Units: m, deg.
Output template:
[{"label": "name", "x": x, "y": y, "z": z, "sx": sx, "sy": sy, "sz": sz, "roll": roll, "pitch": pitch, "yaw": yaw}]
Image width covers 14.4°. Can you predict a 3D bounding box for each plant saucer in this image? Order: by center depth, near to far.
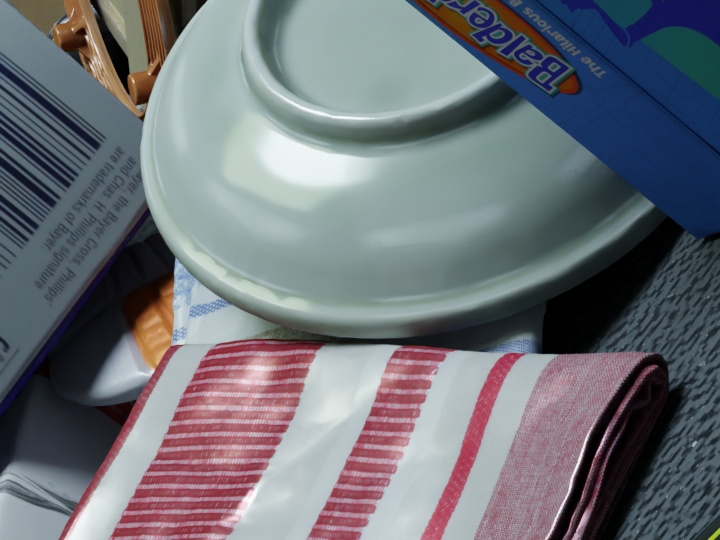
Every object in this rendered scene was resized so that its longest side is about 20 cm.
[{"label": "plant saucer", "x": 0.019, "y": -0.070, "z": 0.911, "sx": 0.200, "sy": 0.050, "sz": 0.200, "roll": -10, "pitch": 48, "yaw": 12}]

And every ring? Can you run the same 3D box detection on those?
[{"label": "ring", "x": -0.110, "y": -0.125, "z": 1.157, "sx": 0.019, "sy": 0.201, "sz": 0.200, "roll": -15, "pitch": 11, "yaw": -14}]

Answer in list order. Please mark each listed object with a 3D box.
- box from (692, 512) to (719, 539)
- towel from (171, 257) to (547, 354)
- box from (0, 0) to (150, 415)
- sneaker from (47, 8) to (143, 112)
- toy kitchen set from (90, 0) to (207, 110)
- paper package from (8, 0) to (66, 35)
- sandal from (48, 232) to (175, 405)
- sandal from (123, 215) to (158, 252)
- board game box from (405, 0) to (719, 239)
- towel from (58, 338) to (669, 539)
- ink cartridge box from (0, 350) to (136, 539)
[{"label": "box", "x": 0.119, "y": 0.081, "z": 0.547, "sx": 0.200, "sy": 0.048, "sz": 0.193, "roll": -48, "pitch": 15, "yaw": 16}, {"label": "towel", "x": 0.000, "y": 0.000, "z": 0.931, "sx": 0.147, "sy": 0.024, "sz": 0.200, "roll": -19, "pitch": 45, "yaw": 26}, {"label": "box", "x": -0.182, "y": 0.009, "z": 1.083, "sx": 0.184, "sy": 0.105, "sz": 0.200, "roll": -54, "pitch": 14, "yaw": -18}, {"label": "sneaker", "x": -0.127, "y": -0.072, "z": 1.358, "sx": 0.200, "sy": 0.075, "sz": 0.114, "roll": -42, "pitch": -16, "yaw": 19}, {"label": "toy kitchen set", "x": -0.008, "y": -0.148, "z": 1.151, "sx": 0.180, "sy": 0.163, "sz": 0.200, "roll": -20, "pitch": 45, "yaw": -17}, {"label": "paper package", "x": -0.128, "y": -0.177, "z": 1.437, "sx": 0.191, "sy": 0.200, "sz": 0.103, "roll": -45, "pitch": 19, "yaw": 18}, {"label": "sandal", "x": -0.017, "y": 0.007, "z": 1.039, "sx": 0.207, "sy": 0.059, "sz": 0.079, "roll": -26, "pitch": 38, "yaw": 12}, {"label": "sandal", "x": -0.074, "y": -0.015, "z": 1.222, "sx": 0.200, "sy": 0.075, "sz": 0.048, "roll": -73, "pitch": -7, "yaw": -69}, {"label": "board game box", "x": 0.068, "y": -0.129, "z": 0.836, "sx": 0.045, "sy": 0.200, "sz": 0.152, "roll": -23, "pitch": 33, "yaw": 57}, {"label": "towel", "x": -0.018, "y": 0.078, "z": 0.829, "sx": 0.200, "sy": 0.023, "sz": 0.144, "roll": 1, "pitch": 52, "yaw": 44}, {"label": "ink cartridge box", "x": -0.140, "y": 0.131, "z": 1.046, "sx": 0.147, "sy": 0.083, "sz": 0.200, "roll": -44, "pitch": 18, "yaw": 23}]
